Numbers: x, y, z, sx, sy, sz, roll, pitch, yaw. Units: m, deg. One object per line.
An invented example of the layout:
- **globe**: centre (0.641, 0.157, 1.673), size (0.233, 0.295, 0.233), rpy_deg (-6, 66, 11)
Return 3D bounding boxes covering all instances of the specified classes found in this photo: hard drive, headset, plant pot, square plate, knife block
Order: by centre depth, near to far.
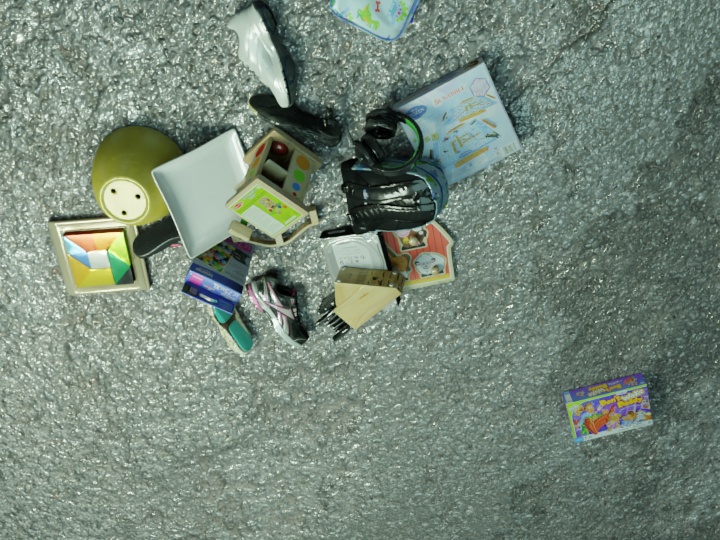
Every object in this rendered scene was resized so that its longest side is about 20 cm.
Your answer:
- **headset**: centre (0.025, -0.261, 1.449), size (0.198, 0.094, 0.125), rpy_deg (22, 78, 16)
- **plant pot**: centre (-0.456, -0.170, 1.519), size (0.197, 0.143, 0.202), rpy_deg (0, 121, 0)
- **square plate**: centre (-0.305, -0.158, 1.536), size (0.199, 0.028, 0.200), rpy_deg (-33, 120, -26)
- **knife block**: centre (-0.001, 0.084, 1.659), size (0.197, 0.064, 0.178), rpy_deg (4, 124, 12)
- **hard drive**: centre (0.000, 0.000, 1.665), size (0.138, 0.038, 0.202), rpy_deg (-6, 122, 18)

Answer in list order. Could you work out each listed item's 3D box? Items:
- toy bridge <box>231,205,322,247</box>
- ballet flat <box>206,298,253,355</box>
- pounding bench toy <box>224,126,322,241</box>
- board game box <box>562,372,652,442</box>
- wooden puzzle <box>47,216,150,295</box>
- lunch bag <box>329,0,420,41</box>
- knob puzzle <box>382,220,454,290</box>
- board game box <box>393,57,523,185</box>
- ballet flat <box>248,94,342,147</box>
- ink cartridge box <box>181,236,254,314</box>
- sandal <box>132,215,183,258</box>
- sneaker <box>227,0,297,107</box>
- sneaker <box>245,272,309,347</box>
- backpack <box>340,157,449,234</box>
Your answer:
- **toy bridge**: centre (-0.179, -0.087, 1.627), size (0.197, 0.027, 0.068), rpy_deg (-12, 121, 1)
- **ballet flat**: centre (-0.313, 0.110, 1.730), size (0.063, 0.076, 0.202), rpy_deg (0, 121, 39)
- **pounding bench toy**: centre (-0.191, -0.166, 1.523), size (0.124, 0.158, 0.199), rpy_deg (32, 140, -26)
- **board game box**: centre (0.615, 0.344, 1.881), size (0.197, 0.045, 0.136), rpy_deg (-16, 119, 9)
- **wooden puzzle**: centre (-0.575, -0.028, 1.662), size (0.197, 0.037, 0.187), rpy_deg (-2, 121, 1)
- **lunch bag**: centre (0.042, -0.526, 1.349), size (0.159, 0.083, 0.201), rpy_deg (21, 118, -11)
- **knob puzzle**: centre (0.109, -0.043, 1.661), size (0.216, 0.031, 0.222), rpy_deg (0, 120, 0)
- **board game box**: centre (0.196, -0.288, 1.512), size (0.198, 0.041, 0.201), rpy_deg (-24, 118, 14)
- **ballet flat**: centre (-0.132, -0.291, 1.499), size (0.198, 0.067, 0.057), rpy_deg (22, 151, -8)
- **ink cartridge box**: centre (-0.295, -0.006, 1.580), size (0.118, 0.201, 0.042), rpy_deg (27, 128, -16)
- **sandal**: centre (-0.395, -0.082, 1.619), size (0.198, 0.076, 0.045), rpy_deg (-24, 153, 10)
- **sneaker**: centre (-0.182, -0.404, 1.436), size (0.086, 0.075, 0.202), rpy_deg (-13, 113, 21)
- **sneaker**: centre (-0.170, 0.087, 1.712), size (0.086, 0.081, 0.201), rpy_deg (-34, 121, 6)
- **backpack**: centre (0.079, -0.157, 1.521), size (0.198, 0.153, 0.165), rpy_deg (6, 118, 43)
